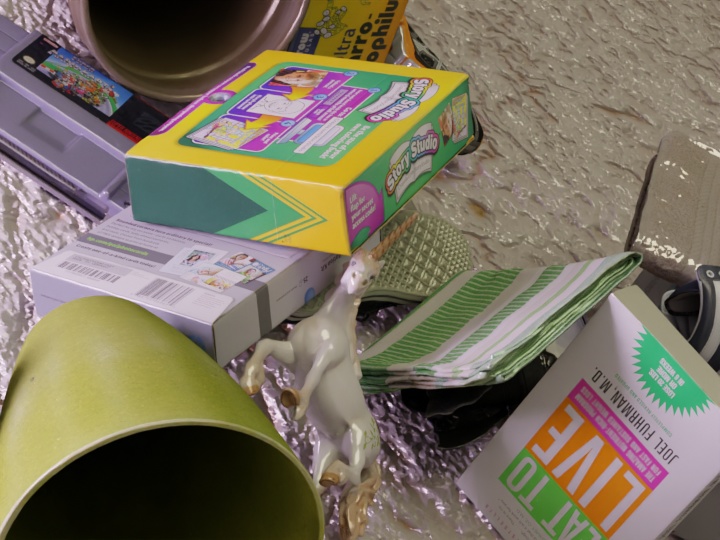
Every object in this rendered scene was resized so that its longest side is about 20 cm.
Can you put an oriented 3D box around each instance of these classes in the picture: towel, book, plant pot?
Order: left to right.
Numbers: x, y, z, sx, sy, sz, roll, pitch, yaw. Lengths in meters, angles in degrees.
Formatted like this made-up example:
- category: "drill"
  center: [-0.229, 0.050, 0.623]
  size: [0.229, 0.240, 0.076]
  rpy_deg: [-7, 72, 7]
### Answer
- category: "plant pot"
  center: [-0.140, 0.107, 1.049]
  size: [0.187, 0.187, 0.200]
  rpy_deg: [11, 26, -28]
- category: "plant pot"
  center: [-0.162, -0.260, 1.445]
  size: [0.200, 0.200, 0.174]
  rpy_deg: [5, 25, -34]
- category: "towel"
  center: [0.083, 0.036, 1.243]
  size: [0.153, 0.200, 0.023]
  rpy_deg: [-37, 104, -28]
- category: "book"
  center: [0.170, 0.126, 1.219]
  size: [0.048, 0.200, 0.134]
  rpy_deg: [-13, 56, -49]
- category: "towel"
  center: [0.281, -0.037, 1.396]
  size: [0.132, 0.034, 0.200]
  rpy_deg: [27, 35, -1]

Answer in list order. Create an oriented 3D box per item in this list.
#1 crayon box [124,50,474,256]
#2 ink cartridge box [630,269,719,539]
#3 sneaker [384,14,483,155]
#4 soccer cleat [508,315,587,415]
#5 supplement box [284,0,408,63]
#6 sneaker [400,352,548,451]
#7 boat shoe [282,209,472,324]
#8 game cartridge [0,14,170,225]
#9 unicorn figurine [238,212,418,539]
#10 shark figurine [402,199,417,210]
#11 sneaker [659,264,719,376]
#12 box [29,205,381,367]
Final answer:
- category: "crayon box"
  center: [-0.039, -0.088, 1.261]
  size: [0.172, 0.058, 0.200]
  rpy_deg: [11, 32, 26]
- category: "ink cartridge box"
  center: [0.275, 0.092, 1.389]
  size: [0.145, 0.145, 0.200]
  rpy_deg: [24, 35, -10]
- category: "sneaker"
  center: [0.041, -0.171, 1.591]
  size: [0.077, 0.078, 0.200]
  rpy_deg: [23, 30, -51]
- category: "soccer cleat"
  center: [0.157, 0.076, 1.400]
  size: [0.073, 0.068, 0.200]
  rpy_deg: [47, 26, -23]
- category: "supplement box"
  center: [-0.057, -0.264, 1.558]
  size: [0.109, 0.109, 0.200]
  rpy_deg: [-6, 45, -33]
- category: "sneaker"
  center: [0.072, 0.069, 1.320]
  size: [0.104, 0.060, 0.200]
  rpy_deg: [-17, 22, -10]
- category: "boat shoe"
  center: [0.000, 0.000, 1.344]
  size: [0.200, 0.062, 0.075]
  rpy_deg: [-13, 86, -37]
- category: "game cartridge"
  center: [-0.223, -0.112, 1.343]
  size: [0.200, 0.038, 0.130]
  rpy_deg: [33, 40, 0]
- category: "unicorn figurine"
  center: [-0.020, 0.073, 1.186]
  size: [0.074, 0.200, 0.137]
  rpy_deg: [9, 26, 24]
- category: "shark figurine"
  center: [-0.009, -0.087, 1.434]
  size: [0.214, 0.090, 0.128]
  rpy_deg: [36, 34, 1]
- category: "sneaker"
  center: [0.285, -0.001, 1.285]
  size: [0.108, 0.070, 0.200]
  rpy_deg: [25, 61, -6]
- category: "box"
  center: [-0.103, -0.010, 1.231]
  size: [0.156, 0.041, 0.200]
  rpy_deg: [15, 34, 29]
